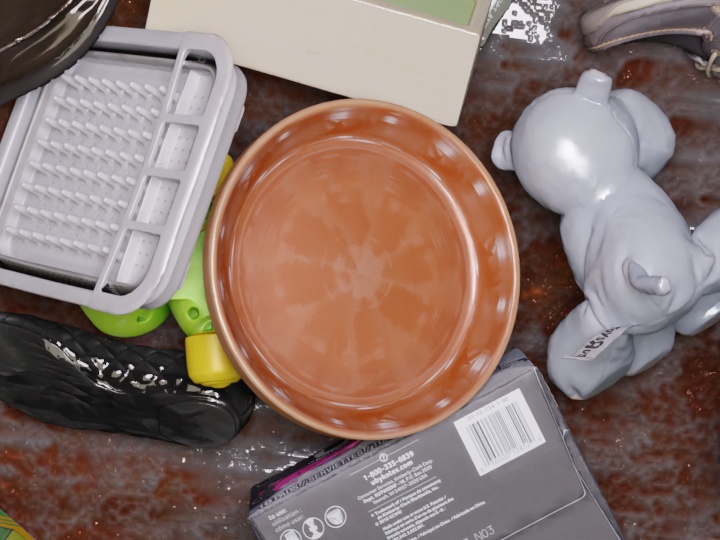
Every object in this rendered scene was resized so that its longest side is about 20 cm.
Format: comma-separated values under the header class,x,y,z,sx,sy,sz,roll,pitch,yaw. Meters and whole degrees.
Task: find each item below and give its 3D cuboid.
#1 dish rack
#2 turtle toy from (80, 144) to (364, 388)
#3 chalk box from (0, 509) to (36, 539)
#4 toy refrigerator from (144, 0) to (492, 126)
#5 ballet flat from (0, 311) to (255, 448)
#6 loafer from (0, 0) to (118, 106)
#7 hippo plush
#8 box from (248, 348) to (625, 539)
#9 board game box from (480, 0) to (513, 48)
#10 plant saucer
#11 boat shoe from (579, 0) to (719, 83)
class,x,y,z,sx,sy,sz,roll,pitch,yaw
dish rack,-0.148,-0.060,1.386,0.043,0.199,0.173,25,81,-43
turtle toy,-0.079,0.001,1.423,0.198,0.101,0.147,-3,84,-5
chalk box,-0.239,0.234,1.393,0.124,0.200,0.124,42,93,-5
toy refrigerator,-0.024,-0.159,1.408,0.198,0.076,0.070,16,118,3
ballet flat,-0.164,0.067,1.465,0.198,0.057,0.067,16,122,2
loafer,-0.230,-0.141,1.407,0.199,0.073,0.071,-38,125,7
hippo plush,0.143,-0.026,1.414,0.159,0.199,0.161,-44,72,35
box,0.044,0.152,1.438,0.199,0.115,0.133,-28,94,0
board game box,0.075,-0.260,1.444,0.135,0.028,0.201,33,93,-5
plant saucer,0.000,0.000,1.365,0.198,0.032,0.202,3,83,-22
boat shoe,0.238,-0.152,1.436,0.198,0.075,0.074,-10,95,0
